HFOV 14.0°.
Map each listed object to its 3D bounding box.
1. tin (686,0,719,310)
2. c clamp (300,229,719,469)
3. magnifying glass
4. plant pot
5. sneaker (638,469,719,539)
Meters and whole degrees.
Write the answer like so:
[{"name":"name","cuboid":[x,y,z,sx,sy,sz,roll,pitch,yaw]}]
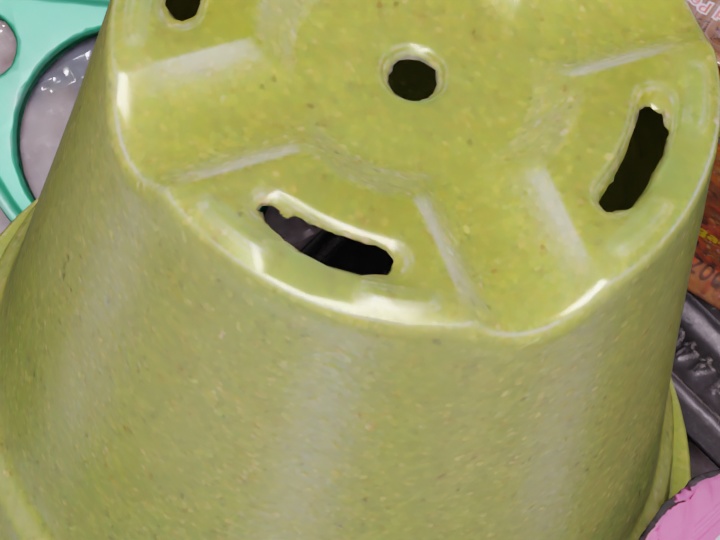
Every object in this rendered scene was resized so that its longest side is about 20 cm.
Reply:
[{"name":"tin","cuboid":[0.080,-0.045,0.764,0.200,0.112,0.042,32,70,8]},{"name":"c clamp","cuboid":[0.029,0.052,0.781,0.200,0.027,0.171,40,61,13]},{"name":"magnifying glass","cuboid":[-0.113,-0.067,0.829,0.200,0.022,0.080,33,90,5]},{"name":"plant pot","cuboid":[0.000,0.000,0.683,0.200,0.184,0.201,4,59,-7]},{"name":"sneaker","cuboid":[0.068,0.142,0.667,0.086,0.080,0.200,28,80,24]}]
